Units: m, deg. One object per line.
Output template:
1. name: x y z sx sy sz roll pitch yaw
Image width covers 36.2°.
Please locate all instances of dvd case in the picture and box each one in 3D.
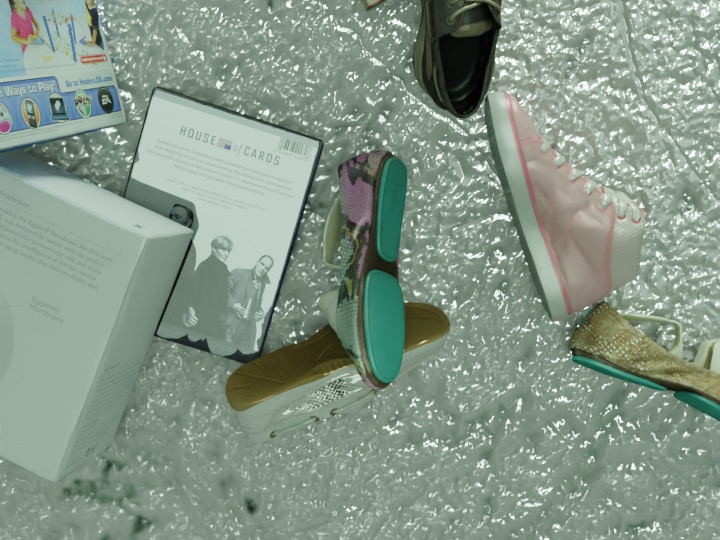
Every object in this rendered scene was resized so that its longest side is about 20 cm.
1. dvd case: -0.130 -0.035 0.931 0.148 0.025 0.203 17 98 -4

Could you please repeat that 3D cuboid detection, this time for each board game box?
1. board game box: -0.266 -0.190 0.811 0.055 0.200 0.199 -10 99 19

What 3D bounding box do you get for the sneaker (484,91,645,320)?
1. sneaker: 0.173 -0.066 0.912 0.103 0.075 0.202 -20 107 5

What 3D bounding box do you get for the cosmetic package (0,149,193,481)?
1. cosmetic package: -0.268 0.021 0.870 0.197 0.123 0.202 24 99 6

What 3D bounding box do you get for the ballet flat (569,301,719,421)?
1. ballet flat: 0.277 0.081 0.946 0.198 0.070 0.066 24 83 -9

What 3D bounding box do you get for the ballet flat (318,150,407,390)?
1. ballet flat: 0.000 0.000 0.903 0.070 0.069 0.203 -8 71 31

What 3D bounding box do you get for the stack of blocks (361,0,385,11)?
1. stack of blocks: 0.009 -0.326 0.873 0.114 0.059 0.202 -28 99 2

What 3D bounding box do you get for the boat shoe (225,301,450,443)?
1. boat shoe: -0.015 0.089 0.939 0.198 0.071 0.070 -20 126 -7

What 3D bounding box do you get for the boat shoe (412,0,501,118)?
1. boat shoe: 0.082 -0.206 0.843 0.074 0.074 0.202 -16 135 -11
